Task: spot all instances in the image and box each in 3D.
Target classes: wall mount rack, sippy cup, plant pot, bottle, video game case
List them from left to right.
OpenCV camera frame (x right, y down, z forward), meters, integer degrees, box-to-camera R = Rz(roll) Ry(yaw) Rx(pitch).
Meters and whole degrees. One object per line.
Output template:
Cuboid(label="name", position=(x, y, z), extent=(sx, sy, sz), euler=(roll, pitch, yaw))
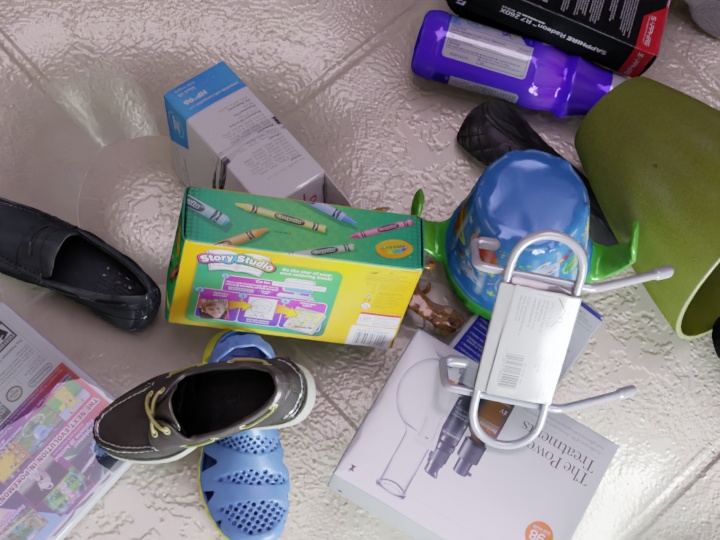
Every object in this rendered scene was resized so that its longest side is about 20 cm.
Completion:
Cuboid(label="video game case", position=(-0.305, 0.153, 1.454), extent=(0.182, 0.023, 0.200), euler=(39, 67, 9))
Cuboid(label="bottle", position=(0.148, -0.189, 1.620), extent=(0.199, 0.084, 0.066), euler=(16, 99, 0))
Cuboid(label="sippy cup", position=(0.141, -0.036, 1.486), extent=(0.177, 0.130, 0.140), euler=(-25, 72, -11))
Cuboid(label="wall mount rack", position=(0.161, 0.050, 1.409), extent=(0.173, 0.201, 0.075), euler=(11, 26, -4))
Cuboid(label="plant pot", position=(0.290, -0.074, 1.555), extent=(0.187, 0.187, 0.200), euler=(-33, 65, -18))

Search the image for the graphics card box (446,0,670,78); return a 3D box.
Cuboid(label="graphics card box", position=(0.189, -0.272, 1.601), extent=(0.199, 0.051, 0.126), euler=(21, 63, -7))

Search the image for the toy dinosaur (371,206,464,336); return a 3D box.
Cuboid(label="toy dinosaur", position=(0.000, 0.000, 1.532), extent=(0.199, 0.061, 0.107), euler=(14, 58, 8))

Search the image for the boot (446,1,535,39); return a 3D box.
Cuboid(label="boot", position=(0.187, -0.304, 1.679), extent=(0.197, 0.073, 0.163), euler=(14, 69, -9))

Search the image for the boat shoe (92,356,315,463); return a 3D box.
Cuboid(label="boat shoe", position=(-0.138, 0.110, 1.404), extent=(0.200, 0.061, 0.072), euler=(-16, 73, 21))

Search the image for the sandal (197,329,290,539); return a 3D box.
Cuboid(label="sandal", position=(-0.099, 0.135, 1.455), extent=(0.079, 0.087, 0.201), euler=(-5, 71, -12))

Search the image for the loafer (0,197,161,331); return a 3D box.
Cuboid(label="loafer", position=(-0.263, -0.016, 1.501), extent=(0.200, 0.070, 0.068), euler=(28, 67, 4))

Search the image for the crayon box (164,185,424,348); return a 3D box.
Cuboid(label="crayon box", position=(-0.056, 0.000, 1.432), extent=(0.199, 0.119, 0.058), euler=(8, 53, -10))

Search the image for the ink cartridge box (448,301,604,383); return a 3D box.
Cuboid(label="ink cartridge box", position=(0.121, 0.091, 1.528), extent=(0.099, 0.039, 0.200), euler=(38, 70, 8))

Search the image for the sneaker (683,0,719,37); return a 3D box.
Cuboid(label="sneaker", position=(0.335, -0.329, 1.666), extent=(0.075, 0.200, 0.115), euler=(-3, 50, 35))

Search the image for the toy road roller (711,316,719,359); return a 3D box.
Cuboid(label="toy road roller", position=(0.422, 0.088, 1.524), extent=(0.146, 0.123, 0.201), euler=(-14, 78, -37))

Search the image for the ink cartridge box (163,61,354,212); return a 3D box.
Cuboid(label="ink cartridge box", position=(-0.086, -0.071, 1.498), extent=(0.068, 0.116, 0.200), euler=(-31, 59, -19))

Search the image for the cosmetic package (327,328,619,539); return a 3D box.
Cuboid(label="cosmetic package", position=(0.095, 0.164, 1.449), extent=(0.199, 0.052, 0.151), euler=(30, 70, 4))

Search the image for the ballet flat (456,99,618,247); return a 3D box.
Cuboid(label="ballet flat", position=(0.171, -0.075, 1.605), extent=(0.200, 0.057, 0.066), euler=(50, 43, 7))
